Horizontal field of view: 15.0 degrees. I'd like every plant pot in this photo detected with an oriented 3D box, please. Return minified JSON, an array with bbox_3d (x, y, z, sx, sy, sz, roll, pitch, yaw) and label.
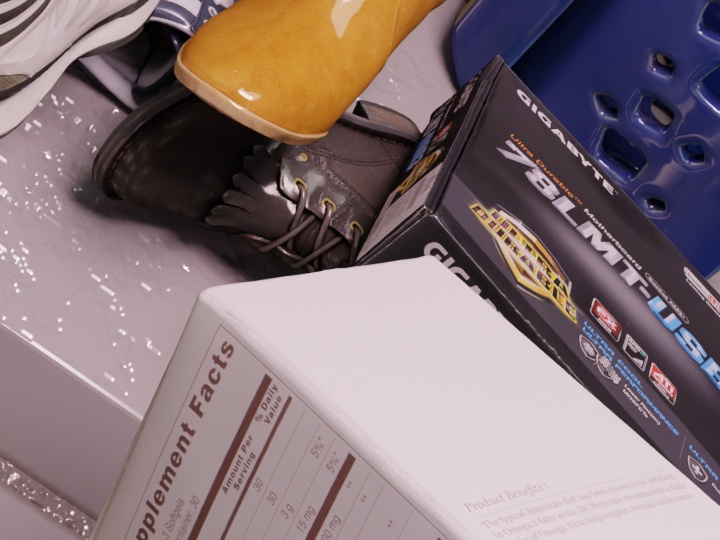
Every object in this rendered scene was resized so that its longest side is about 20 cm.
[{"bbox_3d":[0.168,-0.145,1.330,0.180,0.200,0.200,34,48,-8],"label":"plant pot"}]

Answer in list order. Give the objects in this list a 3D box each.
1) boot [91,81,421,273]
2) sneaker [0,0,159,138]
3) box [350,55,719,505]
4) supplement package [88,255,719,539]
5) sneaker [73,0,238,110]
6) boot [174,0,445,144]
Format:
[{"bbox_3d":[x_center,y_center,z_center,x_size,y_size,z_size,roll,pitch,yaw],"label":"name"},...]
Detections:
[{"bbox_3d":[0.000,0.000,1.154,0.200,0.069,0.174,2,44,-39],"label":"boot"},{"bbox_3d":[-0.107,-0.142,1.077,0.076,0.115,0.201,32,42,-1],"label":"sneaker"},{"bbox_3d":[0.094,0.023,1.139,0.200,0.050,0.199,48,25,-8],"label":"box"},{"bbox_3d":[0.029,0.101,0.873,0.117,0.117,0.200,-9,42,-48],"label":"supplement package"},{"bbox_3d":[-0.054,-0.126,1.221,0.200,0.070,0.109,2,58,-30],"label":"sneaker"},{"bbox_3d":[0.002,-0.133,1.132,0.071,0.144,0.201,36,20,7],"label":"boot"}]
